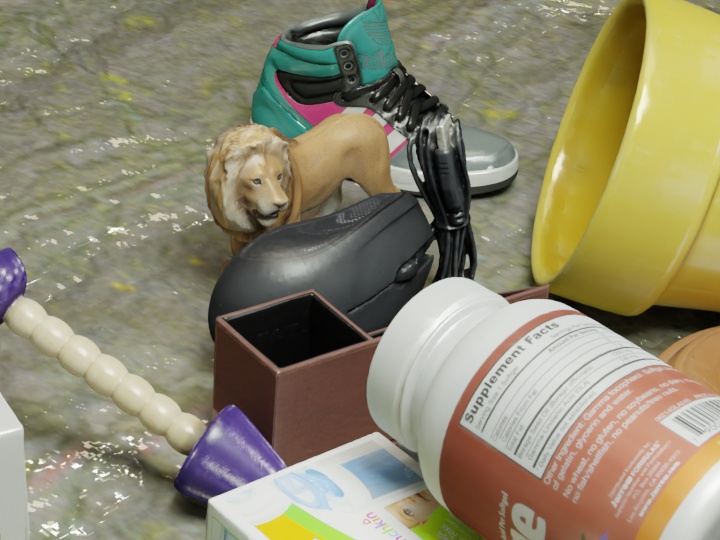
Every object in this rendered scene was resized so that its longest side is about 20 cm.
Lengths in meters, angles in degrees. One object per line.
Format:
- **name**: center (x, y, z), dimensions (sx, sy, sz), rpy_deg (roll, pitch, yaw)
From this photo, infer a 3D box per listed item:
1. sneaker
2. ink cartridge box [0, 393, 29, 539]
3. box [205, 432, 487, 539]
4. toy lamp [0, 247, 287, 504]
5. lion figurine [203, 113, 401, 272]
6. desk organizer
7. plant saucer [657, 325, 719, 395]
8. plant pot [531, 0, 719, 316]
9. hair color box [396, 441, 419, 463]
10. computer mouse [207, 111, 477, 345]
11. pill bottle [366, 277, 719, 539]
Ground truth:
- **sneaker**: center (0.019, -0.130, 1.522), dimensions (0.198, 0.122, 0.084), rpy_deg (11, 31, 11)
- **ink cartridge box**: center (-0.289, 0.100, 1.125), dimensions (0.198, 0.087, 0.146), rpy_deg (-13, 33, -25)
- **box**: center (0.025, 0.180, 1.018), dimensions (0.112, 0.102, 0.199), rpy_deg (-19, 38, -36)
- **toy lamp**: center (-0.128, 0.065, 1.185), dimensions (0.199, 0.058, 0.058), rpy_deg (37, 37, 6)
- **lion figurine**: center (-0.033, -0.061, 1.397), dimensions (0.072, 0.124, 0.200), rpy_deg (20, 33, 25)
- **desk organizer**: center (0.012, 0.050, 1.260), dimensions (0.199, 0.078, 0.072), rpy_deg (-16, 36, -32)
- **plant saucer**: center (0.267, 0.084, 1.285), dimensions (0.198, 0.033, 0.201), rpy_deg (3, 31, -2)
- **plant pot**: center (0.229, -0.055, 1.377), dimensions (0.187, 0.202, 0.201), rpy_deg (19, 29, -8)
- **hair color box**: center (0.125, 0.121, 1.103), dimensions (0.198, 0.112, 0.064), rpy_deg (12, 48, 19)
- **computer mouse**: center (0.000, 0.000, 1.309), dimensions (0.199, 0.140, 0.053), rpy_deg (-27, 38, -27)
- **pill bottle**: center (0.099, 0.084, 0.986), dimensions (0.112, 0.113, 0.199), rpy_deg (-21, 39, -37)
